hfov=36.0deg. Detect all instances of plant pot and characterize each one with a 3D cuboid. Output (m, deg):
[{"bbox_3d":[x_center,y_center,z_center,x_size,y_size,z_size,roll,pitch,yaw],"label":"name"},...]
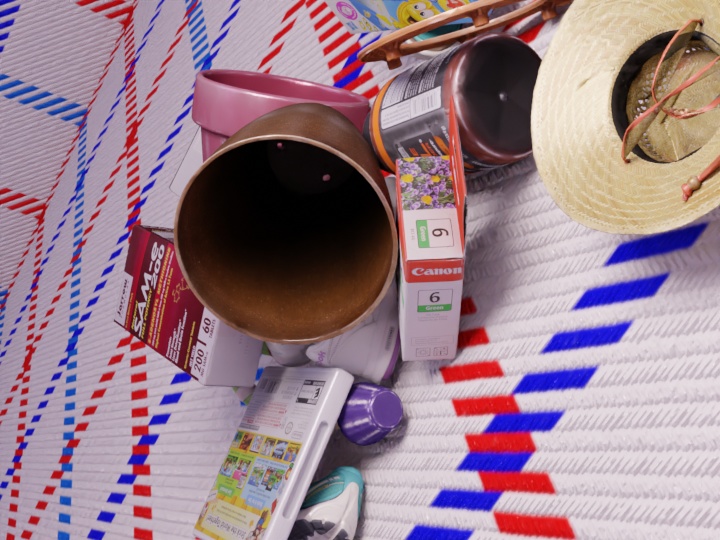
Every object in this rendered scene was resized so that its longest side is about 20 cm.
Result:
[{"bbox_3d":[-0.054,-0.068,0.982,0.188,0.185,0.201,-57,11,26],"label":"plant pot"},{"bbox_3d":[-0.099,-0.121,1.257,0.200,0.197,0.182,-135,52,-64],"label":"plant pot"}]

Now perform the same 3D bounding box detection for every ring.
[{"bbox_3d":[0.093,-0.201,0.922,0.200,0.198,0.020,-11,98,62],"label":"ring"}]

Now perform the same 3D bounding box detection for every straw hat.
[{"bbox_3d":[0.207,-0.104,0.700,0.200,0.084,0.205,-22,62,49],"label":"straw hat"}]

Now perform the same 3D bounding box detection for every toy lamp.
[{"bbox_3d":[-0.022,0.140,1.041,0.199,0.057,0.059,-24,51,62],"label":"toy lamp"}]

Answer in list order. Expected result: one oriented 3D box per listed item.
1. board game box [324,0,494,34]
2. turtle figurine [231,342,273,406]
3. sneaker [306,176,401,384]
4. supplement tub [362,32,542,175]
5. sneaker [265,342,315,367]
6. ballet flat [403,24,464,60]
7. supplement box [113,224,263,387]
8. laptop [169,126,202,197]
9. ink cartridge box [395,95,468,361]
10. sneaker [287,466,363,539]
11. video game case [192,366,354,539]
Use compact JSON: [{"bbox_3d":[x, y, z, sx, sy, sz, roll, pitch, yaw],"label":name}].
[{"bbox_3d":[0.010,-0.312,1.016,0.194,0.200,0.056,9,60,50],"label":"board game box"},{"bbox_3d":[-0.097,0.076,1.224,0.192,0.201,0.145,-15,28,36],"label":"turtle figurine"},{"bbox_3d":[0.000,0.000,1.035,0.075,0.098,0.203,104,177,-68],"label":"sneaker"},{"bbox_3d":[0.076,-0.134,0.976,0.199,0.106,0.109,-9,64,64],"label":"supplement tub"},{"bbox_3d":[-0.034,-0.002,1.096,0.202,0.070,0.080,-62,-22,-13],"label":"sneaker"},{"bbox_3d":[0.068,-0.261,1.152,0.070,0.069,0.202,-51,27,36],"label":"ballet flat"},{"bbox_3d":[-0.168,0.031,1.097,0.199,0.060,0.111,23,102,50],"label":"supplement box"},{"bbox_3d":[-0.163,-0.115,1.462,0.189,0.199,0.116,-57,-7,25],"label":"laptop"},{"bbox_3d":[0.054,-0.029,0.895,0.202,0.049,0.110,88,179,-51],"label":"ink cartridge box"},{"bbox_3d":[-0.058,0.244,1.044,0.199,0.077,0.080,-37,21,44],"label":"sneaker"},{"bbox_3d":[-0.086,0.177,1.036,0.199,0.023,0.184,-9,55,65],"label":"video game case"}]
